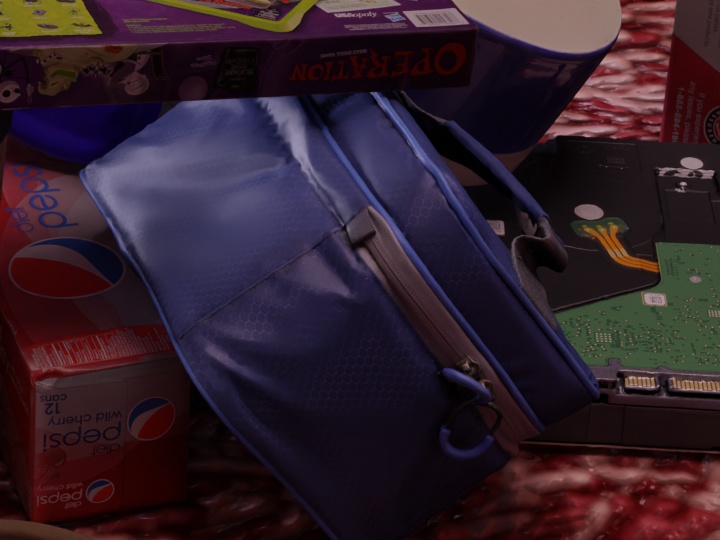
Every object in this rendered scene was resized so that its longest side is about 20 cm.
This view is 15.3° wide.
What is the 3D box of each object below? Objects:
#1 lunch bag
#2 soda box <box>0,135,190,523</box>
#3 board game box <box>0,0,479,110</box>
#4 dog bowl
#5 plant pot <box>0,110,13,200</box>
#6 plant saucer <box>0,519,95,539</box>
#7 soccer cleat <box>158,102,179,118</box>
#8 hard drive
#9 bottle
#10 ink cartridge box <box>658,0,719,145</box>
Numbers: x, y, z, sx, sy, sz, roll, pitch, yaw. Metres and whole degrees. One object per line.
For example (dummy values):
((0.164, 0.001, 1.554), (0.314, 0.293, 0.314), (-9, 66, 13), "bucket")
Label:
((0.000, 0.000, 0.986), (0.132, 0.136, 0.200), (-38, 38, 2), "lunch bag")
((-0.125, 0.013, 1.058), (0.063, 0.070, 0.200), (-7, 33, -19), "soda box")
((-0.071, -0.096, 0.959), (0.198, 0.032, 0.120), (-4, 35, -21), "board game box")
((0.013, -0.134, 1.150), (0.199, 0.079, 0.201), (30, 30, -20), "dog bowl")
((-0.233, 0.005, 0.947), (0.180, 0.201, 0.199), (14, 30, 6), "plant pot")
((-0.137, 0.159, 0.797), (0.199, 0.030, 0.201), (-13, 41, 11), "plant saucer")
((-0.104, -0.066, 1.200), (0.077, 0.069, 0.200), (21, 26, -38), "soccer cleat")
((0.097, 0.005, 1.129), (0.138, 0.038, 0.200), (3, 30, -2), "hard drive")
((-0.103, -0.119, 1.143), (0.083, 0.066, 0.200), (26, 32, -3), "bottle")
((0.254, -0.117, 1.244), (0.199, 0.146, 0.145), (13, 32, 14), "ink cartridge box")
